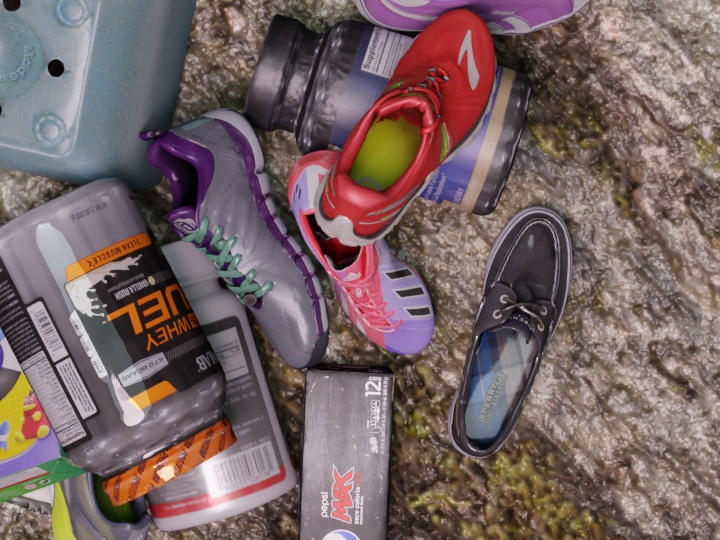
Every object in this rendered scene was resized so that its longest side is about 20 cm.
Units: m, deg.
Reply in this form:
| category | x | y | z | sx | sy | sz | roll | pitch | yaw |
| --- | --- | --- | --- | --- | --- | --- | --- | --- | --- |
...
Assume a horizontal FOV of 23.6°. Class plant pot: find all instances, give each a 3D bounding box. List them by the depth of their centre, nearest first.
| category | x | y | z | sx | sy | sz | roll | pitch | yaw |
| --- | --- | --- | --- | --- | --- | --- | --- | --- | --- |
| plant pot | -0.231 | -0.157 | 1.221 | 0.195 | 0.200 | 0.197 | 12 | 101 | -2 |

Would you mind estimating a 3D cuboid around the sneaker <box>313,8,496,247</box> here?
| category | x | y | z | sx | sy | sz | roll | pitch | yaw |
| --- | --- | --- | --- | --- | --- | --- | --- | --- | --- |
| sneaker | 0.041 | -0.104 | 1.174 | 0.077 | 0.085 | 0.200 | 30 | 67 | 3 |

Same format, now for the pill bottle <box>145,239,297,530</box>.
| category | x | y | z | sx | sy | sz | roll | pitch | yaw |
| --- | --- | --- | --- | --- | --- | --- | --- | --- | --- |
| pill bottle | -0.128 | 0.082 | 1.285 | 0.113 | 0.114 | 0.201 | -17 | 91 | 0 |

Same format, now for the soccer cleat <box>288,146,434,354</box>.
| category | x | y | z | sx | sy | sz | roll | pitch | yaw |
| --- | --- | --- | --- | --- | --- | --- | --- | --- | --- |
| soccer cleat | 0.000 | 0.000 | 1.267 | 0.066 | 0.077 | 0.200 | -16 | 126 | 14 |

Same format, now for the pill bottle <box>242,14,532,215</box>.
| category | x | y | z | sx | sy | sz | roll | pitch | yaw |
| --- | --- | --- | --- | --- | --- | --- | --- | --- | --- |
| pill bottle | 0.019 | -0.121 | 1.282 | 0.199 | 0.112 | 0.112 | 17 | 91 | -1 |

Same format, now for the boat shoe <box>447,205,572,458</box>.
| category | x | y | z | sx | sy | sz | roll | pitch | yaw |
| --- | --- | --- | --- | --- | --- | --- | --- | --- | --- |
| boat shoe | 0.113 | 0.048 | 1.309 | 0.070 | 0.066 | 0.201 | 21 | 91 | -1 |

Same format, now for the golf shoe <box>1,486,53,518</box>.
| category | x | y | z | sx | sy | sz | roll | pitch | yaw |
| --- | --- | --- | --- | --- | --- | --- | --- | --- | --- |
| golf shoe | -0.283 | 0.125 | 1.305 | 0.199 | 0.077 | 0.088 | 26 | 82 | -2 |

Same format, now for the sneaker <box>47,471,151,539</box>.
| category | x | y | z | sx | sy | sz | roll | pitch | yaw |
| --- | --- | --- | --- | --- | --- | --- | --- | --- | --- |
| sneaker | -0.201 | 0.127 | 1.268 | 0.074 | 0.081 | 0.201 | -11 | 67 | -42 |

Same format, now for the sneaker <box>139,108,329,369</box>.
| category | x | y | z | sx | sy | sz | roll | pitch | yaw |
| --- | --- | --- | --- | --- | --- | --- | --- | --- | --- |
| sneaker | -0.095 | -0.015 | 1.235 | 0.087 | 0.074 | 0.201 | -17 | 80 | -42 |

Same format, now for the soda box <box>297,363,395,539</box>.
| category | x | y | z | sx | sy | sz | roll | pitch | yaw |
| --- | --- | --- | --- | --- | --- | --- | --- | --- | --- |
| soda box | -0.013 | 0.173 | 1.313 | 0.070 | 0.063 | 0.201 | 3 | 91 | 0 |

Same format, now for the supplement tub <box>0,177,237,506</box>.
| category | x | y | z | sx | sy | sz | roll | pitch | yaw |
| --- | --- | --- | --- | --- | --- | --- | --- | --- | --- |
| supplement tub | -0.170 | 0.049 | 1.169 | 0.122 | 0.123 | 0.201 | -28 | 90 | 0 |

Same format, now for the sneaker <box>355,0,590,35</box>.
| category | x | y | z | sx | sy | sz | roll | pitch | yaw |
| --- | --- | --- | --- | --- | --- | --- | --- | --- | --- |
| sneaker | 0.106 | -0.214 | 1.263 | 0.199 | 0.114 | 0.073 | -12 | 90 | -20 |

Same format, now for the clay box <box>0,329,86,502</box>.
| category | x | y | z | sx | sy | sz | roll | pitch | yaw |
| --- | --- | --- | --- | --- | --- | --- | --- | --- | --- |
| clay box | -0.265 | 0.065 | 1.253 | 0.114 | 0.048 | 0.201 | -20 | 64 | 17 |
